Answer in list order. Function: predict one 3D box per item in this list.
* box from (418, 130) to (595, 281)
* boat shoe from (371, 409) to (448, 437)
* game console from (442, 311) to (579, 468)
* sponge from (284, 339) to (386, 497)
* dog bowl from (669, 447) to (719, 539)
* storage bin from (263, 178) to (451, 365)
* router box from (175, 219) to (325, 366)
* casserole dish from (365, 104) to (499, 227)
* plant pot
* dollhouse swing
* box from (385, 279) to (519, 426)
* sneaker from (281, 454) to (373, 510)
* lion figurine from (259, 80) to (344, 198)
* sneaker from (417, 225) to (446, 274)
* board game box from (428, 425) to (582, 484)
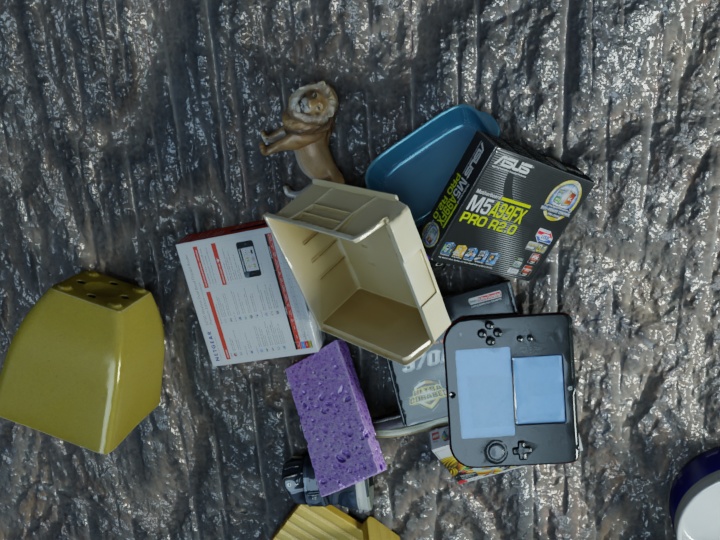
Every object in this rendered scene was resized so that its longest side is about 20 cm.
[{"bbox_3d":[0.185,-0.075,0.993,0.198,0.044,0.162,11,120,-39],"label":"box"},{"bbox_3d":[0.099,0.202,1.168,0.196,0.072,0.066,-14,89,15],"label":"boat shoe"},{"bbox_3d":[0.202,0.161,1.055,0.173,0.031,0.204,-3,93,9],"label":"game console"},{"bbox_3d":[-0.040,0.217,1.163,0.111,0.030,0.203,-29,70,28],"label":"sponge"},{"bbox_3d":[0.549,0.356,1.121,0.196,0.079,0.204,4,111,11],"label":"dog bowl"},{"bbox_3d":[0.000,0.000,1.020,0.197,0.094,0.202,18,140,47],"label":"storage bin"},{"bbox_3d":[-0.161,0.032,1.168,0.176,0.049,0.204,-8,108,15],"label":"router box"},{"bbox_3d":[0.096,-0.130,1.024,0.198,0.039,0.122,-33,58,10],"label":"casserole dish"},{"bbox_3d":[-0.407,0.118,1.182,0.191,0.196,0.203,18,106,5],"label":"plant pot"},{"bbox_3d":[-0.052,0.505,1.265,0.174,0.183,0.201,26,116,-21],"label":"dollhouse swing"},{"bbox_3d":[0.136,0.116,1.102,0.196,0.046,0.162,-15,89,9],"label":"box"},{"bbox_3d":[-0.057,0.285,1.226,0.143,0.077,0.206,0,110,10],"label":"sneaker"},{"bbox_3d":[-0.064,-0.153,1.077,0.120,0.073,0.202,-17,120,9],"label":"lion figurine"},{"bbox_3d":[0.108,-0.049,1.077,0.197,0.070,0.101,-16,114,20],"label":"sneaker"},{"bbox_3d":[0.213,0.248,1.142,0.197,0.035,0.127,-21,137,16],"label":"board game box"}]
